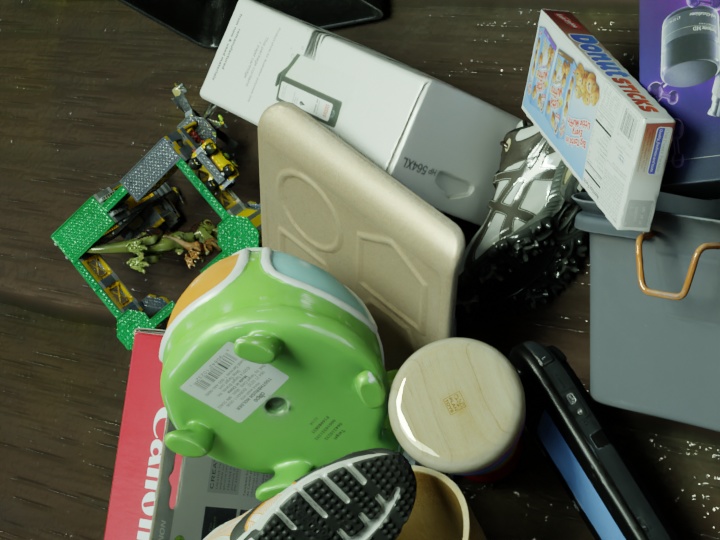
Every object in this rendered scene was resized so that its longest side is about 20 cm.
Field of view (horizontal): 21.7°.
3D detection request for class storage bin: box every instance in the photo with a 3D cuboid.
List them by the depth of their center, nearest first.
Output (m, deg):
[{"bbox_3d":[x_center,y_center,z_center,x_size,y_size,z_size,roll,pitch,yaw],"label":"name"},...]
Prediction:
[{"bbox_3d":[0.225,0.029,1.159,0.200,0.145,0.135,11,101,41],"label":"storage bin"}]

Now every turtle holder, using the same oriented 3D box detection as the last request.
[{"bbox_3d":[-0.039,0.057,1.219,0.132,0.185,0.141,-98,18,-50],"label":"turtle holder"}]

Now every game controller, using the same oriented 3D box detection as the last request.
[{"bbox_3d":[0.152,0.139,1.216,0.200,0.042,0.104,60,161,17],"label":"game controller"}]

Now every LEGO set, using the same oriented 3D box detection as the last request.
[{"bbox_3d":[-0.143,-0.040,1.522,0.154,0.116,0.200,43,119,4],"label":"LEGO set"}]

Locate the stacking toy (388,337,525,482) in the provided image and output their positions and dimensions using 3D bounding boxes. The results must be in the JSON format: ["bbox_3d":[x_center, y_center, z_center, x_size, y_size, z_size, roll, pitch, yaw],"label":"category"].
[{"bbox_3d":[0.075,0.106,1.241,0.085,0.200,0.086,-3,75,10],"label":"stacking toy"}]

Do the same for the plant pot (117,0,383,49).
[{"bbox_3d":[-0.103,-0.301,1.454,0.199,0.200,0.178,-5,70,41],"label":"plant pot"}]

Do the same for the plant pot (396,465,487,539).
[{"bbox_3d":[0.039,0.262,1.230,0.186,0.200,0.187,-27,31,17],"label":"plant pot"}]

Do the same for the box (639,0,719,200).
[{"bbox_3d":[0.263,-0.120,1.090,0.200,0.079,0.142,-5,85,45],"label":"box"}]

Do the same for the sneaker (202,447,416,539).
[{"bbox_3d":[-0.056,0.171,1.190,0.200,0.074,0.080,-34,21,0],"label":"sneaker"}]

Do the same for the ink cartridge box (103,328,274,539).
[{"bbox_3d":[-0.118,0.146,1.329,0.084,0.175,0.201,4,83,33],"label":"ink cartridge box"}]

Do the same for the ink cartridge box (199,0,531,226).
[{"bbox_3d":[0.007,-0.113,1.352,0.200,0.146,0.085,28,98,39],"label":"ink cartridge box"}]

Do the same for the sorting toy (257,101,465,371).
[{"bbox_3d":[0.000,0.000,1.294,0.185,0.036,0.200,38,144,28],"label":"sorting toy"}]

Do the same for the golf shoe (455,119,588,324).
[{"bbox_3d":[0.122,-0.047,1.302,0.200,0.078,0.095,-45,46,20],"label":"golf shoe"}]

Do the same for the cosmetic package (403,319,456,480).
[{"bbox_3d":[-0.019,0.083,1.413,0.200,0.052,0.151,-5,78,40],"label":"cosmetic package"}]

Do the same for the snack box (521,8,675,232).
[{"bbox_3d":[0.144,-0.098,1.173,0.200,0.024,0.072,-116,31,-61],"label":"snack box"}]
